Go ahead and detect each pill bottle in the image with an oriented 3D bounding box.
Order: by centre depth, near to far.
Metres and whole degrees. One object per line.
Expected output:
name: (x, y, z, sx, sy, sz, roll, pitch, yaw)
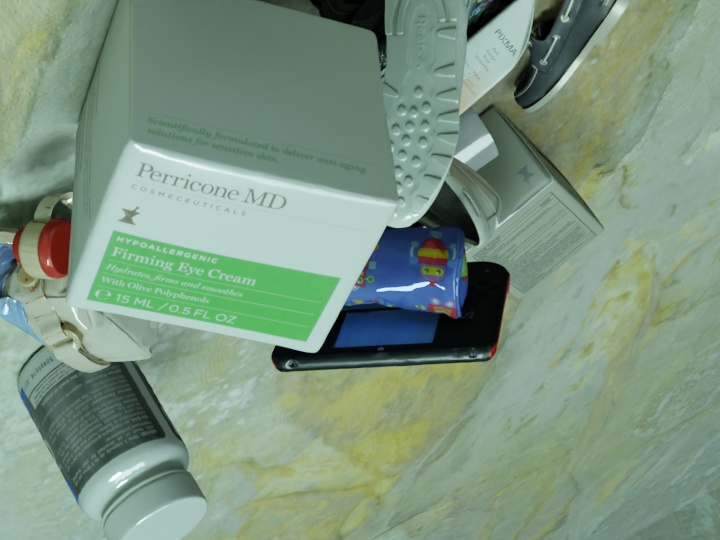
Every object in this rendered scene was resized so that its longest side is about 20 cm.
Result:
pill bottle: (-0.230, 0.162, 1.467, 0.113, 0.200, 0.114, -27, 154, -15)

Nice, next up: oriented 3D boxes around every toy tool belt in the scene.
toy tool belt: (-0.252, 0.010, 1.275, 0.122, 0.126, 0.200, 4, 160, 23)

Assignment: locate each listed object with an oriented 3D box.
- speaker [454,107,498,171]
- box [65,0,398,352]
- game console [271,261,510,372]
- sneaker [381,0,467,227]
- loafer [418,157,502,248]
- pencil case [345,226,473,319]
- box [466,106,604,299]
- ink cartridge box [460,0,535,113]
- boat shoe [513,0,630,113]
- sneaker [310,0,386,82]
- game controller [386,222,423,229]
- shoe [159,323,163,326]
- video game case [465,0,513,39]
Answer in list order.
speaker: (0.032, -0.088, 1.497, 0.200, 0.081, 0.081, -34, 155, -1)
box: (-0.097, -0.078, 1.142, 0.198, 0.201, 0.172, 12, 132, -19)
game console: (0.031, 0.040, 1.408, 0.199, 0.031, 0.177, -4, -160, 13)
sneaker: (0.050, -0.129, 1.210, 0.080, 0.076, 0.201, 28, 73, -76)
loafer: (0.038, -0.091, 1.380, 0.070, 0.200, 0.070, -54, -173, 31)
pencil case: (0.000, 0.000, 1.361, 0.199, 0.079, 0.087, 2, 172, 8)
box: (0.154, -0.067, 1.648, 0.128, 0.109, 0.200, -39, 154, 10)
ink cartridge box: (0.130, -0.199, 1.372, 0.200, 0.050, 0.162, -37, -178, -1)
boat shoe: (0.191, -0.226, 1.494, 0.200, 0.063, 0.073, -50, -170, 53)
sneaker: (-0.005, -0.184, 1.279, 0.114, 0.076, 0.200, -6, 131, -39)
game controller: (-0.040, -0.039, 1.432, 0.199, 0.105, 0.042, -31, -175, -3)
shoe: (-0.169, -0.009, 1.396, 0.200, 0.072, 0.091, -28, -157, 42)
video game case: (0.152, -0.289, 1.283, 0.200, 0.023, 0.182, -42, 167, -16)
